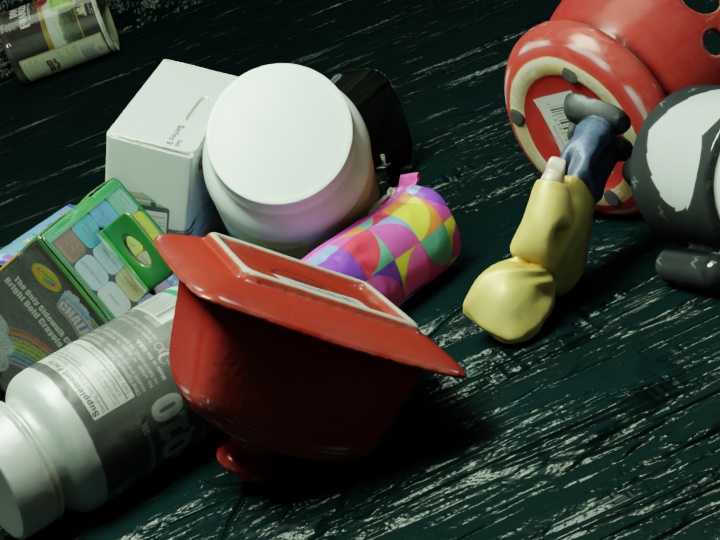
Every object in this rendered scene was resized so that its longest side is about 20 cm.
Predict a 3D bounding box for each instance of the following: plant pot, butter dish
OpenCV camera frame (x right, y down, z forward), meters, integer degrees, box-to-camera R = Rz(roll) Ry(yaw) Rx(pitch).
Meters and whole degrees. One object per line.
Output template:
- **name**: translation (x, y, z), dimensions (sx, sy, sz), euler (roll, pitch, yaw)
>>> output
- **plant pot**: translation (0.236, -0.160, 1.375), dimensions (0.182, 0.202, 0.199), euler (-39, 25, -31)
- **butter dish**: translation (-0.057, 0.073, 1.128), dimensions (0.198, 0.149, 0.199), euler (18, 6, -19)

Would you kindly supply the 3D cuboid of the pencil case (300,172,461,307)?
- **pencil case**: translation (0.000, 0.000, 1.349), dimensions (0.088, 0.089, 0.200), euler (-4, 26, 41)

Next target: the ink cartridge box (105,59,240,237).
- **ink cartridge box**: translation (-0.170, -0.067, 1.484), dimensions (0.083, 0.202, 0.146), euler (14, 36, 7)

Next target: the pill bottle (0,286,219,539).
- **pill bottle**: translation (-0.188, 0.104, 1.206), dimensions (0.199, 0.114, 0.113), euler (-31, 21, -28)

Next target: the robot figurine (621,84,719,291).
- **robot figurine**: translation (0.272, -0.072, 1.187), dimensions (0.123, 0.152, 0.200), euler (-13, 14, -21)

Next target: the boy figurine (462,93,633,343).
- **boy figurine**: translation (0.144, -0.029, 1.247), dimensions (0.064, 0.125, 0.201), euler (22, 71, 23)

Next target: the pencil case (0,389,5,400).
- **pencil case**: translation (-0.398, 0.129, 1.407), dimensions (0.092, 0.086, 0.200), euler (25, 39, 24)

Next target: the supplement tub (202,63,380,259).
- **supplement tub**: translation (-0.058, -0.081, 1.420), dimensions (0.143, 0.146, 0.200), euler (-21, -18, -3)

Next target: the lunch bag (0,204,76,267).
- **lunch bag**: translation (-0.238, 0.004, 1.612), dimensions (0.198, 0.095, 0.151), euler (2, 25, 25)

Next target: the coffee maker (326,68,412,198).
- **coffee maker**: translation (-0.022, -0.109, 1.655), dimensions (0.190, 0.136, 0.200), euler (14, 32, 20)

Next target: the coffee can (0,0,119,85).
- **coffee can**: translation (-0.587, -0.464, 3.207), dimensions (0.198, 0.148, 0.147), euler (-19, 18, 2)

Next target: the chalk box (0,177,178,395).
- **chalk box**: translation (-0.227, 0.016, 1.383), dimensions (0.199, 0.125, 0.124), euler (-34, 8, 35)
